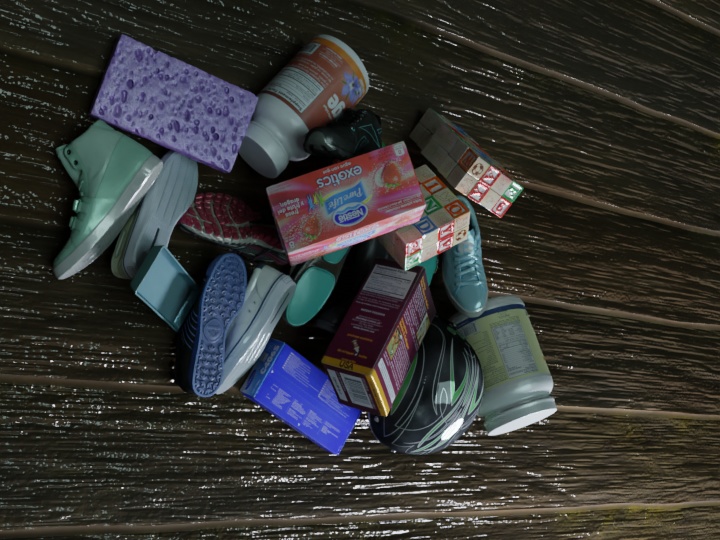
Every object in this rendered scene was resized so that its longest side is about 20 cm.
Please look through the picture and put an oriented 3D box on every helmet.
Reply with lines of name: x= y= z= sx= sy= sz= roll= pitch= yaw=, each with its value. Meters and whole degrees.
helmet: x=0.099 y=0.187 z=1.621 sx=0.197 sy=0.192 sz=0.202 roll=-9 pitch=133 yaw=-9

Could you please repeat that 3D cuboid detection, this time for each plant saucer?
plant saucer: x=-0.256 y=0.025 z=1.352 sx=0.071 sy=0.019 sz=0.200 roll=-62 pitch=168 yaw=-13

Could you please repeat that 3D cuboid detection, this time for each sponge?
sponge: x=-0.243 y=-0.217 z=1.349 sx=0.198 sy=0.030 sz=0.113 roll=22 pitch=82 yaw=-22

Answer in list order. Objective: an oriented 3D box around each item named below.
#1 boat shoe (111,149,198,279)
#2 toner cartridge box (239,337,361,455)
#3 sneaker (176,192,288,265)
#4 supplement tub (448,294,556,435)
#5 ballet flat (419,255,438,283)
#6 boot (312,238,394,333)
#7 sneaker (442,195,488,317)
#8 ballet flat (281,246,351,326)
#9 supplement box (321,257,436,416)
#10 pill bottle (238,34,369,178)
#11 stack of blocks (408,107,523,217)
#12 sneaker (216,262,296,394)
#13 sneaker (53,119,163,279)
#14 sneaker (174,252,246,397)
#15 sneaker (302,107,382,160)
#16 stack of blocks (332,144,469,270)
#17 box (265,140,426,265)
boat shoe: x=-0.277 y=-0.079 z=1.359 sx=0.072 sy=0.061 sz=0.202 roll=49 pitch=50 yaw=-43
toner cartridge box: x=-0.086 y=0.195 z=1.576 sx=0.200 sy=0.043 sz=0.096 roll=42 pitch=71 yaw=-36
sneaker: x=-0.169 y=-0.048 z=1.451 sx=0.198 sy=0.075 sz=0.081 roll=15 pitch=47 yaw=-29
supplement tub: x=0.236 y=0.158 z=1.714 sx=0.144 sy=0.145 sz=0.202 roll=-5 pitch=68 yaw=-38
ballet flat: x=0.094 y=-0.040 z=1.665 sx=0.075 sy=0.064 sz=0.203 roll=19 pitch=88 yaw=-38
boot: x=0.000 y=0.000 z=1.576 sx=0.164 sy=0.065 sz=0.203 roll=13 pitch=93 yaw=-67
sneaker: x=0.164 y=-0.027 z=1.668 sx=0.073 sy=0.082 sz=0.203 roll=-11 pitch=70 yaw=1
ballet flat: x=-0.061 y=-0.013 z=1.514 sx=0.073 sy=0.073 sz=0.202 roll=26 pitch=95 yaw=-38
supplement box: x=0.031 y=0.095 z=1.518 sx=0.201 sy=0.085 sz=0.111 roll=-61 pitch=150 yaw=-31
pill bottle: x=-0.086 y=-0.230 z=1.456 sx=0.200 sy=0.112 sz=0.113 roll=-50 pitch=124 yaw=-20
stack of blocks: x=0.153 y=-0.176 z=1.599 sx=0.114 sy=0.200 sz=0.059 roll=27 pitch=108 yaw=-39
sneaker: x=-0.168 y=0.081 z=1.476 sx=0.201 sy=0.070 sz=0.073 roll=-57 pitch=164 yaw=6
sneaker: x=-0.354 y=-0.094 z=1.308 sx=0.118 sy=0.074 sz=0.201 roll=38 pitch=94 yaw=0
sneaker: x=-0.217 y=0.072 z=1.429 sx=0.070 sy=0.077 sz=0.203 roll=19 pitch=82 yaw=-38
sneaker: x=-0.022 y=-0.190 z=1.429 sx=0.200 sy=0.074 sz=0.080 roll=-4 pitch=107 yaw=-70
stack of blocks: x=0.058 y=-0.106 z=1.526 sx=0.114 sy=0.200 sz=0.059 roll=-27 pitch=145 yaw=-20
box: x=-0.020 y=-0.089 z=1.394 sx=0.197 sy=0.103 sz=0.096 roll=-19 pitch=81 yaw=-5
